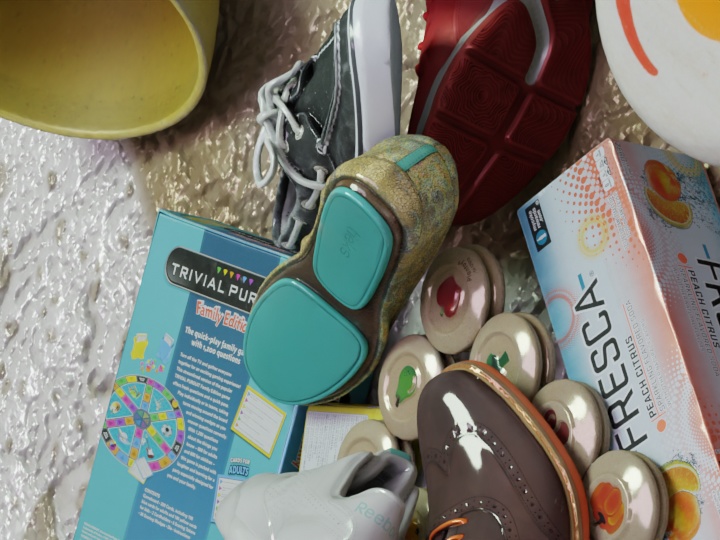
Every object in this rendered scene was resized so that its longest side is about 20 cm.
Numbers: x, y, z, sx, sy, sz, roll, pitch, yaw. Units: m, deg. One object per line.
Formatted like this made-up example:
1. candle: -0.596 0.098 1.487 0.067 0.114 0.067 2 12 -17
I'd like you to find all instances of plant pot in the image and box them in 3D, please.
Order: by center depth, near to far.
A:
1. plant pot: -0.156 -0.187 1.617 0.200 0.200 0.142 -18 43 45

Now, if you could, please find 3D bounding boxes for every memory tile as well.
1. memory tile: 0.057 0.098 1.334 0.200 0.017 0.154 53 126 43

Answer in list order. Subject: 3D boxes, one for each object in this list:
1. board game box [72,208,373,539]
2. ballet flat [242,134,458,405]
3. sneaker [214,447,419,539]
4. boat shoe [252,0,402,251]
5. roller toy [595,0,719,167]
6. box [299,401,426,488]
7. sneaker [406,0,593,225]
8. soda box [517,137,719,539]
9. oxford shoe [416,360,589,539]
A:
1. board game box: -0.069 0.083 1.538 0.151 0.047 0.201 20 96 48
2. ballet flat: 0.000 0.000 1.397 0.200 0.070 0.071 119 143 -57
3. sneaker: -0.010 0.113 1.348 0.089 0.075 0.200 -52 11 1
4. boat shoe: -0.017 -0.067 1.421 0.199 0.068 0.074 98 174 -66
5. roller toy: 0.193 -0.121 1.224 0.182 0.139 0.201 -10 74 47
6. box: 0.047 0.124 1.400 0.200 0.048 0.118 1 82 51
7. sneaker: 0.056 -0.122 1.443 0.115 0.078 0.200 21 85 57
8. soda box: 0.136 0.045 1.306 0.068 0.063 0.200 -39 54 38
9. oxford shoe: 0.054 0.124 1.258 0.071 0.072 0.200 -47 49 40
